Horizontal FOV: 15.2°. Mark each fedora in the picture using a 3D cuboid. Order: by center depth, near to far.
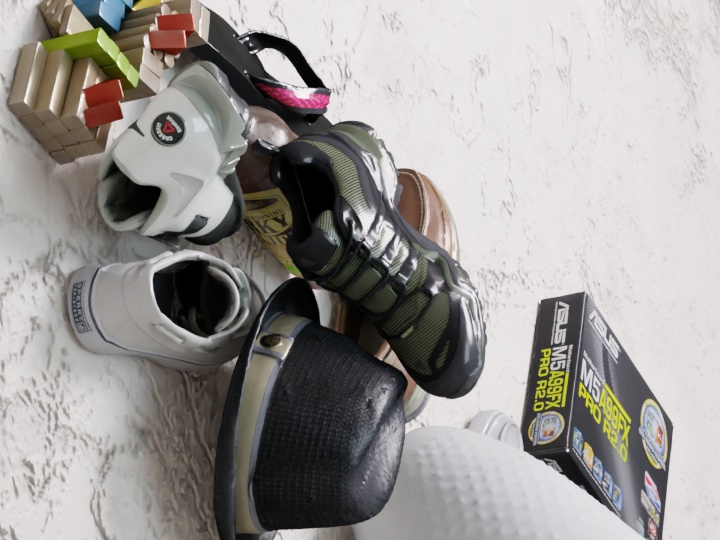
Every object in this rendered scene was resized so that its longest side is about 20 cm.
[{"bbox_3d":[-0.022,0.102,1.677,0.201,0.092,0.201,9,90,-77],"label":"fedora"}]

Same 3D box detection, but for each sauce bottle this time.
[{"bbox_3d":[-0.061,-0.063,1.755,0.200,0.065,0.065,49,39,-44],"label":"sauce bottle"}]

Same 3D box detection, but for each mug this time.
[{"bbox_3d":[0.066,0.203,1.802,0.200,0.175,0.148,-36,148,-27],"label":"mug"}]

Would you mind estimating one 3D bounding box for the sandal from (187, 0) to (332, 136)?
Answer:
[{"bbox_3d":[-0.057,-0.129,1.782,0.200,0.045,0.075,42,16,-50],"label":"sandal"}]

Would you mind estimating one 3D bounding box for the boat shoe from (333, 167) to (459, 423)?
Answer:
[{"bbox_3d":[0.020,0.010,1.883,0.072,0.076,0.200,44,41,-47],"label":"boat shoe"}]

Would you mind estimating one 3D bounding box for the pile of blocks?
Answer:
[{"bbox_3d":[-0.142,-0.141,1.622,0.082,0.062,0.200,67,28,-24],"label":"pile of blocks"}]

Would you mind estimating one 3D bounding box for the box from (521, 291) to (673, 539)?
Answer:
[{"bbox_3d":[0.198,0.140,2.224,0.200,0.044,0.160,54,36,-42],"label":"box"}]

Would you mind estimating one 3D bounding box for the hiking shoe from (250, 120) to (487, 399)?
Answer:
[{"bbox_3d":[0.000,0.000,1.684,0.101,0.076,0.200,-12,63,-44],"label":"hiking shoe"}]

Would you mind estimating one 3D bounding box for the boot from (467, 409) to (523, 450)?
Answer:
[{"bbox_3d":[0.123,0.187,1.996,0.074,0.096,0.200,51,38,-45],"label":"boot"}]

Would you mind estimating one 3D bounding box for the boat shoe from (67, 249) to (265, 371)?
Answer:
[{"bbox_3d":[-0.100,0.019,1.642,0.200,0.066,0.072,14,68,-62],"label":"boat shoe"}]

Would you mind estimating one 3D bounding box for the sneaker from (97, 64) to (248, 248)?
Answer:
[{"bbox_3d":[-0.120,-0.053,1.607,0.074,0.089,0.200,49,-14,14],"label":"sneaker"}]
